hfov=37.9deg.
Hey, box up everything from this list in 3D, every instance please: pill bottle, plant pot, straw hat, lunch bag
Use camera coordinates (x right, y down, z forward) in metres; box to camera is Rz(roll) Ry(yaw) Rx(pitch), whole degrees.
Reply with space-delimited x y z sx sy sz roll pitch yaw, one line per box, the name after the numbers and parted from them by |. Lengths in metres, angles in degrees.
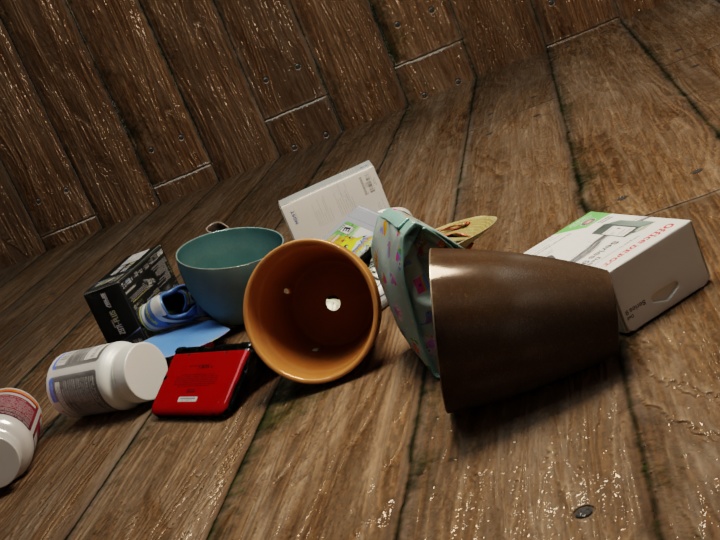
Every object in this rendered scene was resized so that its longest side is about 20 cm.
-0.422 0.180 1.754 0.198 0.115 0.114 -12 19 36 | pill bottle
-0.229 0.019 1.922 0.197 0.137 0.201 -6 23 3 | plant pot
-0.576 0.271 1.682 0.112 0.114 0.200 -25 15 -5 | pill bottle
-0.055 0.052 1.522 0.198 0.203 0.140 -20 0 14 | plant pot
0.137 -0.011 1.614 0.199 0.086 0.201 -20 10 4 | straw hat
0.089 0.013 1.383 0.121 0.202 0.170 -25 14 -4 | lunch bag
0.186 0.057 1.186 0.197 0.190 0.187 -6 18 7 | plant pot

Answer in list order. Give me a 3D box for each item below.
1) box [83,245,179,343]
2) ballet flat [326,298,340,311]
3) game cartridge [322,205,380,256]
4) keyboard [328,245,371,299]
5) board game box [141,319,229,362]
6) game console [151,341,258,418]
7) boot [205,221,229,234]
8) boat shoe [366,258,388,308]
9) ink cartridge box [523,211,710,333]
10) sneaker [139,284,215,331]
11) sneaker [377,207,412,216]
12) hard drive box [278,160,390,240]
-0.428 0.068 2.042 0.085 0.165 0.200 -18 17 20 | box
-0.081 0.079 1.656 0.198 0.070 0.069 -16 17 31 | ballet flat
-0.016 -0.033 1.883 0.133 0.041 0.200 25 60 39 | game cartridge
0.000 0.000 1.768 0.200 0.021 0.128 -42 -19 -24 | keyboard
-0.316 0.140 1.874 0.156 0.039 0.199 -20 13 -21 | board game box
-0.204 0.172 1.639 0.199 0.118 0.174 -8 52 46 | game console
-0.279 -0.029 2.172 0.070 0.148 0.199 -32 17 -25 | boot
0.029 0.011 1.732 0.073 0.067 0.200 -12 19 36 | boat shoe
0.314 -0.003 1.320 0.145 0.085 0.199 -30 17 -20 | ink cartridge box
-0.314 0.063 1.978 0.198 0.075 0.082 -16 -17 -36 | sneaker
0.019 -0.044 1.965 0.198 0.078 0.082 -29 39 -4 | sneaker
-0.040 -0.100 2.039 0.198 0.158 0.077 -23 15 -1 | hard drive box
